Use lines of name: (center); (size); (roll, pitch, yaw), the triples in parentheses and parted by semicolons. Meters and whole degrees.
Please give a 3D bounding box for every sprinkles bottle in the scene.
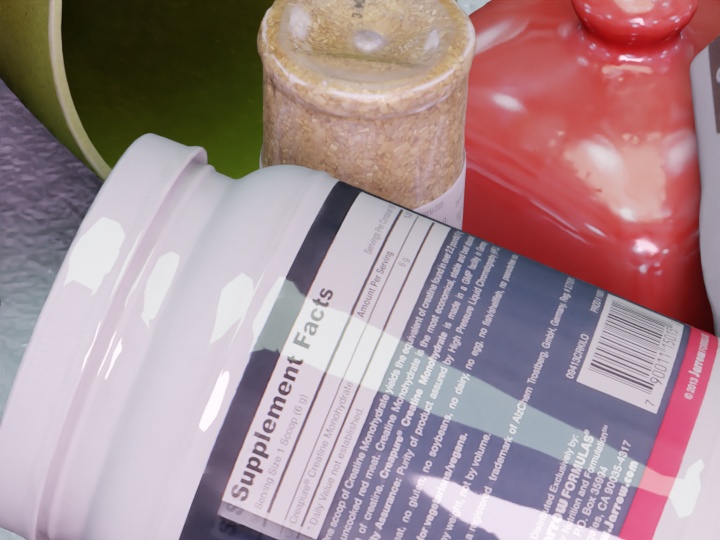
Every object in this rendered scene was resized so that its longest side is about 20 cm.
sprinkles bottle: (0.000, 0.000, 0.964); (0.068, 0.200, 0.068); (1, 42, -1)

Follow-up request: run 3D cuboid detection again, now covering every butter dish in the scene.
butter dish: (0.092, -0.047, 1.059); (0.199, 0.148, 0.200); (33, 50, 29)

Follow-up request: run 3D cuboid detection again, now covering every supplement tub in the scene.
supplement tub: (0.007, 0.054, 0.857); (0.200, 0.140, 0.140); (22, 45, 4)

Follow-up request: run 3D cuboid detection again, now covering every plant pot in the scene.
plant pot: (-0.094, -0.136, 1.150); (0.187, 0.187, 0.200); (-28, 35, -29)

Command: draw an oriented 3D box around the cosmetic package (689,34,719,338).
cosmetic package: (0.234, -0.015, 0.938); (0.200, 0.165, 0.165); (20, 48, -26)
